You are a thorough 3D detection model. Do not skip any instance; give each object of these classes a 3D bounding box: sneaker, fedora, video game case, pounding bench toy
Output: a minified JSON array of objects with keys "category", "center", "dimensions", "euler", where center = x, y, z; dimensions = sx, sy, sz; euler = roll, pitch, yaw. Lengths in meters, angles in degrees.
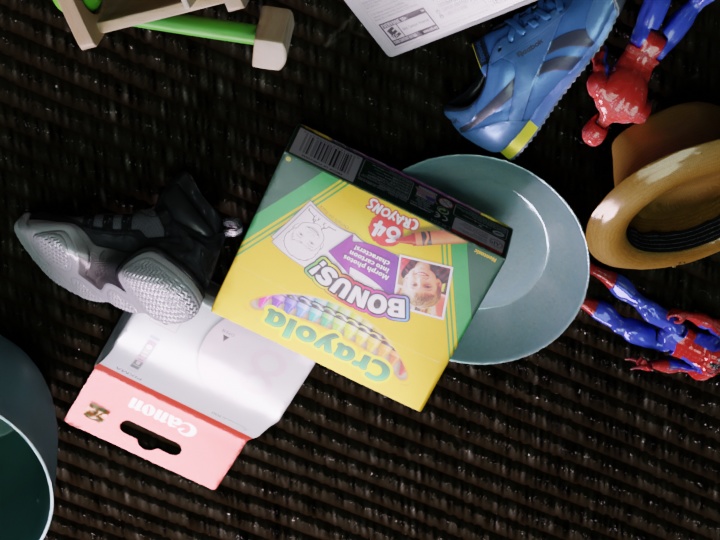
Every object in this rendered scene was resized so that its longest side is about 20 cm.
[{"category":"sneaker","center":[0.139,-0.180,1.631],"dimensions":[0.078,0.066,0.201],"euler":[31,117,-11]},{"category":"fedora","center":[0.261,-0.077,1.655],"dimensions":[0.199,0.082,0.201],"euler":[-17,153,-9]},{"category":"video game case","center":[0.042,-0.260,1.561],"dimensions":[0.199,0.024,0.182],"euler":[-16,123,44]},{"category":"sneaker","center":[-0.190,-0.031,1.728],"dimensions":[0.199,0.114,0.076],"euler":[19,147,31]},{"category":"pounding bench toy","center":[-0.153,-0.229,1.567],"dimensions":[0.155,0.125,0.201],"euler":[-12,120,19]}]

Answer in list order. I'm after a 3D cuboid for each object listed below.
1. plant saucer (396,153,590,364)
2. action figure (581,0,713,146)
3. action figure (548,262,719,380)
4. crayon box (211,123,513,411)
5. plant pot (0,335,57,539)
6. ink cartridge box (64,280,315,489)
[{"category":"plant saucer","center":[0.095,-0.015,1.737],"dimensions":[0.199,0.039,0.203],"euler":[5,120,8]},{"category":"action figure","center":[0.227,-0.189,1.631],"dimensions":[0.065,0.099,0.201],"euler":[30,95,-12]},{"category":"action figure","center":[0.259,0.053,1.777],"dimensions":[0.199,0.052,0.066],"euler":[25,115,-15]},{"category":"crayon box","center":[0.000,0.000,1.707],"dimensions":[0.199,0.058,0.173],"euler":[26,122,-2]},{"category":"plant pot","center":[-0.351,0.143,1.783],"dimensions":[0.199,0.161,0.202],"euler":[1,120,1]},{"category":"ink cartridge box","center":[-0.152,0.104,1.820],"dimensions":[0.162,0.057,0.201],"euler":[26,113,-13]}]
